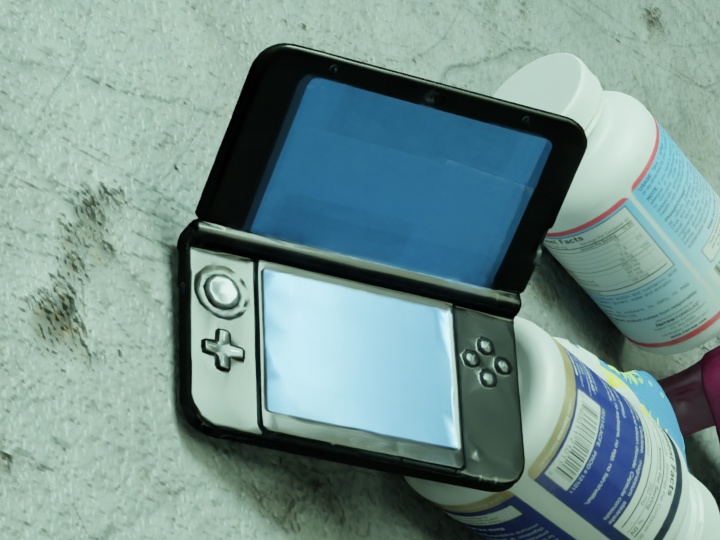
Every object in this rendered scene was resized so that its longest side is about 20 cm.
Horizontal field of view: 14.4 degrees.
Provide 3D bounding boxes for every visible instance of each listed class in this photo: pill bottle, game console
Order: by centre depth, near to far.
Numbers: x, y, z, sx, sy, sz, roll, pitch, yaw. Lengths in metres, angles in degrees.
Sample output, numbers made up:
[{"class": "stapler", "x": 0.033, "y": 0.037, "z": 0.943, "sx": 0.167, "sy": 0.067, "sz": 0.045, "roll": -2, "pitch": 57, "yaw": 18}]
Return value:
[{"class": "game console", "x": 0.016, "y": 0.002, "z": 1.480, "sx": 0.199, "sy": 0.116, "sz": 0.177, "roll": 13, "pitch": 55, "yaw": -24}, {"class": "pill bottle", "x": 0.118, "y": 0.119, "z": 1.635, "sx": 0.200, "sy": 0.115, "sz": 0.116, "roll": 39, "pitch": 39, "yaw": -40}, {"class": "pill bottle", "x": 0.166, "y": -0.045, "z": 1.844, "sx": 0.200, "sy": 0.108, "sz": 0.109, "roll": 47, "pitch": 34, "yaw": -30}]

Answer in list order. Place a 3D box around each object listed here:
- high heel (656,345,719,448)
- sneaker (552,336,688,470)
[{"class": "high heel", "x": 0.284, "y": 0.133, "z": 1.920, "sx": 0.200, "sy": 0.096, "sz": 0.068, "roll": 50, "pitch": 33, "yaw": -27}, {"class": "sneaker", "x": 0.147, "y": 0.091, "z": 1.765, "sx": 0.200, "sy": 0.076, "sz": 0.105, "roll": 53, "pitch": 18, "yaw": -36}]
